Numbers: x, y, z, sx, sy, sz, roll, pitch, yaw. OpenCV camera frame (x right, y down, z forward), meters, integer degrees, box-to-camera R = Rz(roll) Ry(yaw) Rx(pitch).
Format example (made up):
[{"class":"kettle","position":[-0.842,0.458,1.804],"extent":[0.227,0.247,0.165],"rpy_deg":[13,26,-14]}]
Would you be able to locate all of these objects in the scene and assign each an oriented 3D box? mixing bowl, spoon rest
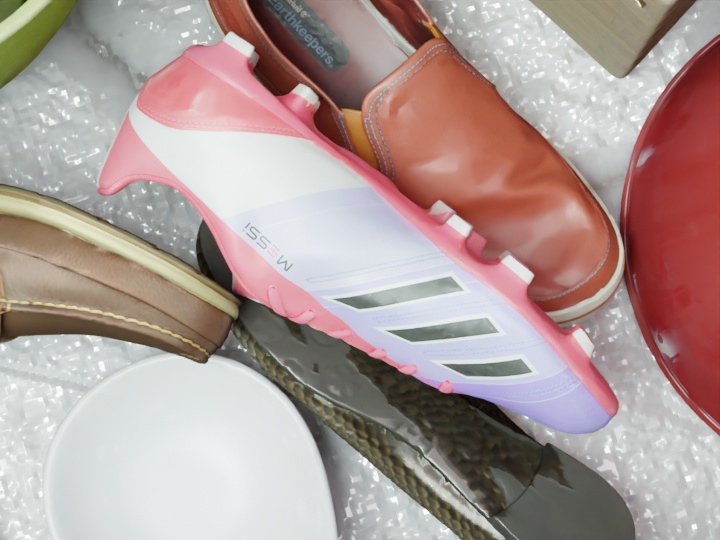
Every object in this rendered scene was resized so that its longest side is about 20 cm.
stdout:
[{"class":"mixing bowl","position":[0.201,-0.022,0.816],"extent":[0.200,0.108,0.201],"rpy_deg":[1,78,-4]},{"class":"spoon rest","position":[-0.034,0.118,0.798],"extent":[0.099,0.061,0.200],"rpy_deg":[-35,84,-9]}]

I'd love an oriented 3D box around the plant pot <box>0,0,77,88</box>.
[{"class":"plant pot","position":[-0.165,-0.122,0.764],"extent":[0.187,0.200,0.188],"rpy_deg":[1,79,-3]}]

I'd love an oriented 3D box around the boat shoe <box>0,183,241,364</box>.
[{"class":"boat shoe","position":[-0.142,0.003,0.792],"extent":[0.200,0.072,0.068],"rpy_deg":[16,80,3]}]

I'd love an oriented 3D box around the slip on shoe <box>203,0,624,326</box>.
[{"class":"slip on shoe","position":[0.018,-0.057,0.835],"extent":[0.074,0.061,0.200],"rpy_deg":[-42,86,-12]}]

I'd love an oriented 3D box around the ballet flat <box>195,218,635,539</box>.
[{"class":"ballet flat","position":[0.016,0.049,0.825],"extent":[0.200,0.046,0.067],"rpy_deg":[41,60,7]}]

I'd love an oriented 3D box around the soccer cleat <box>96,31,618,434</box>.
[{"class":"soccer cleat","position":[0.000,0.000,0.792],"extent":[0.200,0.067,0.077],"rpy_deg":[40,93,1]}]

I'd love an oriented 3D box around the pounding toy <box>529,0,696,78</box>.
[{"class":"pounding toy","position":[0.104,-0.218,0.829],"extent":[0.184,0.142,0.200],"rpy_deg":[42,80,4]}]
